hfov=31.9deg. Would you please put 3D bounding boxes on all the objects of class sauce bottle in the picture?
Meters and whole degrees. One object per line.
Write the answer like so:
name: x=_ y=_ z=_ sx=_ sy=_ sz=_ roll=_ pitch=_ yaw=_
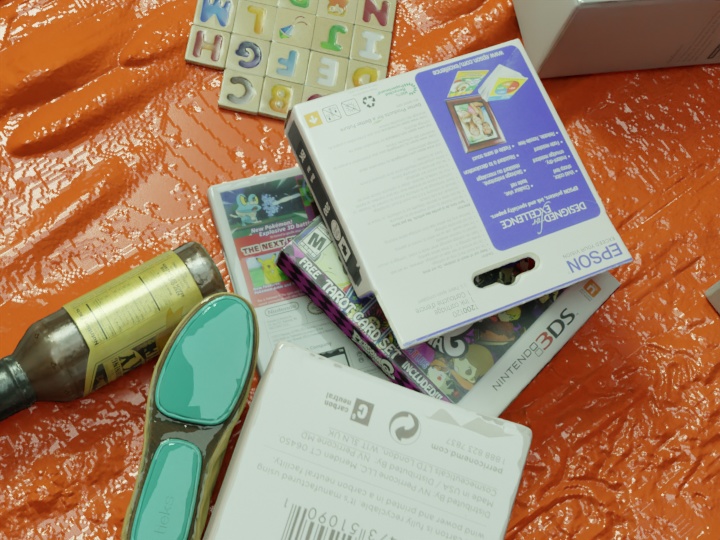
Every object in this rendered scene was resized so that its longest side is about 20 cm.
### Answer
sauce bottle: x=-0.188 y=0.050 z=0.883 sx=0.198 sy=0.065 sz=0.065 roll=-29 pitch=77 yaw=-19

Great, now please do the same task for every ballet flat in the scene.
ballet flat: x=-0.121 y=0.113 z=0.869 sx=0.068 sy=0.063 sz=0.203 roll=18 pitch=72 yaw=-1

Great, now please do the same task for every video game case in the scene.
video game case: x=0.000 y=0.000 z=0.963 sx=0.197 sy=0.023 sz=0.185 roll=-13 pitch=73 yaw=-15
video game case: x=0.067 y=0.003 z=0.943 sx=0.200 sy=0.036 sz=0.181 roll=45 pitch=67 yaw=8

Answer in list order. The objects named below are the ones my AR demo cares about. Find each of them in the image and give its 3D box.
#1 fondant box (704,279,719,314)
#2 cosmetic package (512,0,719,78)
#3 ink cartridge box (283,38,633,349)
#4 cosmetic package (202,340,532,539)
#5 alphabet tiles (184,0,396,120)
fondant box: x=0.401 y=0.019 z=1.019 sx=0.199 sy=0.058 sz=0.145 roll=-31 pitch=78 yaw=-22
cosmetic package: x=0.228 y=-0.284 z=1.065 sx=0.197 sy=0.123 sz=0.202 roll=-6 pitch=70 yaw=-15
ink cartridge box: x=0.070 y=-0.056 z=0.923 sx=0.196 sy=0.044 sz=0.202 roll=-18 pitch=70 yaw=-18
cosmetic package: x=-0.011 y=0.163 z=0.791 sx=0.163 sy=0.200 sz=0.167 roll=20 pitch=75 yaw=-4
alphabet tiles: x=-0.053 y=-0.214 z=1.043 sx=0.164 sy=0.006 sz=0.203 roll=11 pitch=67 yaw=-8
